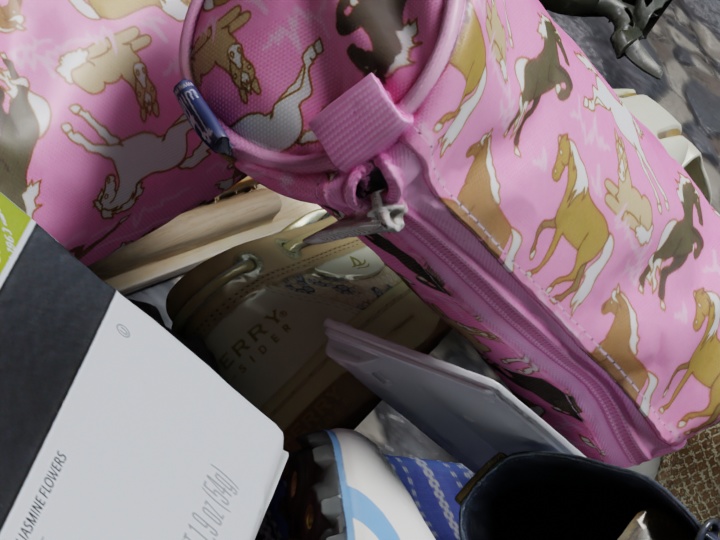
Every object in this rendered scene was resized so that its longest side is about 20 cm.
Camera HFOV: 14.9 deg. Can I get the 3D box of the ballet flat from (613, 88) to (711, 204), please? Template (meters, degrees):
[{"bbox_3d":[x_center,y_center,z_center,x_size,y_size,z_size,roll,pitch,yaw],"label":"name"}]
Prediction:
[{"bbox_3d":[0.084,-0.030,0.932,0.067,0.064,0.200,48,-1,23],"label":"ballet flat"}]

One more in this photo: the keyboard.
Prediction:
[{"bbox_3d":[0.055,0.059,0.763,0.056,0.011,0.200,13,-16,32],"label":"keyboard"}]

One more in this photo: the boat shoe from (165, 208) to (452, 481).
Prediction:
[{"bbox_3d":[0.000,0.000,0.824,0.063,0.073,0.200,44,17,1],"label":"boat shoe"}]

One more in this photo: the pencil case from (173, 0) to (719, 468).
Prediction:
[{"bbox_3d":[0.035,-0.019,0.693,0.083,0.087,0.200,24,-10,37],"label":"pencil case"}]

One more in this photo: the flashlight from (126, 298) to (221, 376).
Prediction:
[{"bbox_3d":[-0.037,0.095,0.663,0.068,0.068,0.201,-6,42,-11],"label":"flashlight"}]

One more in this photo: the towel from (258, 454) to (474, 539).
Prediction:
[{"bbox_3d":[0.057,0.112,0.817,0.199,0.024,0.145,12,41,-48],"label":"towel"}]

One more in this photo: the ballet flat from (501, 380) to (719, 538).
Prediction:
[{"bbox_3d":[0.081,0.047,0.858,0.075,0.068,0.200,11,7,-9],"label":"ballet flat"}]

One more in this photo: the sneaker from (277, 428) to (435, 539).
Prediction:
[{"bbox_3d":[0.031,0.129,0.684,0.072,0.072,0.201,-14,66,-21],"label":"sneaker"}]

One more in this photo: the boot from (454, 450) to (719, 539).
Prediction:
[{"bbox_3d":[0.086,0.108,0.653,0.097,0.075,0.200,39,-1,-24],"label":"boot"}]

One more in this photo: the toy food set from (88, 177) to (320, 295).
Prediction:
[{"bbox_3d":[-0.079,-0.072,0.832,0.144,0.060,0.200,51,27,9],"label":"toy food set"}]

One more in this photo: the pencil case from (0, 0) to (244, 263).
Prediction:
[{"bbox_3d":[-0.073,-0.049,0.692,0.200,0.083,0.087,-33,79,-35],"label":"pencil case"}]

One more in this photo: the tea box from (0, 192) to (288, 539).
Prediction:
[{"bbox_3d":[-0.140,0.058,0.479,0.196,0.134,0.200,39,27,-12],"label":"tea box"}]

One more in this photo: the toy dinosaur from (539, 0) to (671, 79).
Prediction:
[{"bbox_3d":[0.036,-0.093,1.032,0.135,0.102,0.201,20,52,-16],"label":"toy dinosaur"}]
